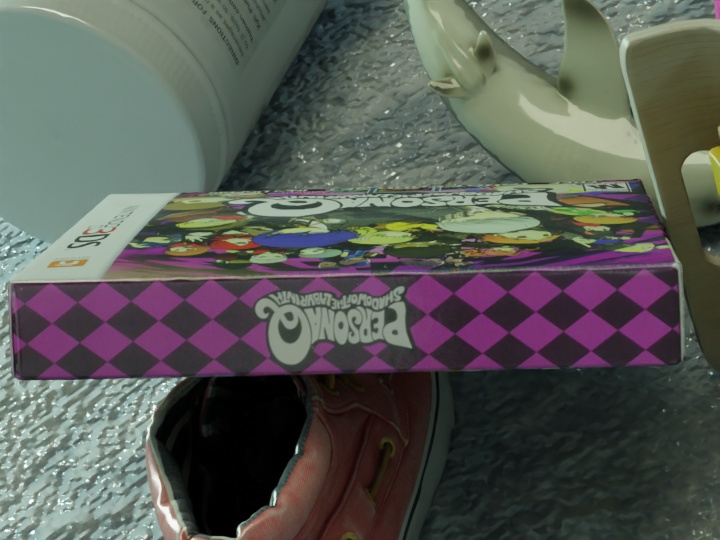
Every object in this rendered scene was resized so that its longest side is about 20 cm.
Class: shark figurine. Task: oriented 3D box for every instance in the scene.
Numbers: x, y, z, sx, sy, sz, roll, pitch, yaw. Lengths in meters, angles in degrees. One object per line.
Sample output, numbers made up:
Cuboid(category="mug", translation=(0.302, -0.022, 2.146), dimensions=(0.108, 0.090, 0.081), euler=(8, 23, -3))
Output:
Cuboid(category="shark figurine", translation=(0.064, -0.080, 0.888), dimensions=(0.128, 0.215, 0.089), euler=(-42, -10, 18))

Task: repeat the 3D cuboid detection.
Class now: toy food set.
Cuboid(category="toy food set", translation=(0.132, 0.030, 0.672), dimensions=(0.060, 0.144, 0.200), euler=(-24, 36, -3))

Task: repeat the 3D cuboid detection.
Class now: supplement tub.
Cuboid(category="supplement tub", translation=(-0.087, -0.117, 0.983), dimensions=(0.131, 0.132, 0.200), euler=(0, 39, 26))

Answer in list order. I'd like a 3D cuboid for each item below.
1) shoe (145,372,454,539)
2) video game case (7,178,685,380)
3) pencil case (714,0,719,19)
Cuboid(category="shoe", translation=(-0.017, 0.050, 0.764), dimensions=(0.071, 0.091, 0.200), euler=(-9, 37, 16))
Cuboid(category="video game case", translation=(0.000, 0.000, 0.755), dimensions=(0.199, 0.036, 0.181), euler=(-1, 10, 4))
Cuboid(category="pencil case", translation=(0.214, -0.097, 0.735), dimensions=(0.199, 0.089, 0.089), euler=(-10, 35, -8))
